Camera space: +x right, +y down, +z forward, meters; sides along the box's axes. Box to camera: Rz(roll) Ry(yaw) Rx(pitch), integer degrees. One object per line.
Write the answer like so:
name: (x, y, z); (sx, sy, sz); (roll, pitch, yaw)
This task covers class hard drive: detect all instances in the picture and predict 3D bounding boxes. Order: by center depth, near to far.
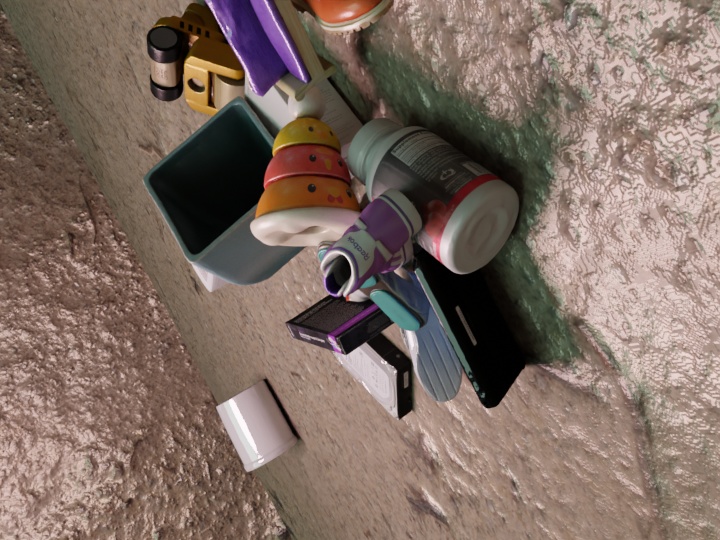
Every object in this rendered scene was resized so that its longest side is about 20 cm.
hard drive: (0.015, 0.159, 1.285); (0.200, 0.037, 0.141); (42, 149, 37)

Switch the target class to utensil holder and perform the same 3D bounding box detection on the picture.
utensil holder: (-0.295, 0.436, 2.023); (0.202, 0.168, 0.170); (62, 155, 3)

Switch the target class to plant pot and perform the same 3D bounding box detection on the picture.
plant pot: (-0.170, -0.094, 1.091); (0.197, 0.196, 0.200); (52, -178, 32)

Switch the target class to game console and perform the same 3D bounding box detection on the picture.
game console: (0.113, 0.062, 0.910); (0.115, 0.175, 0.202); (-25, 95, 37)

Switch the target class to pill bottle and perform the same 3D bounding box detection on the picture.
pill bottle: (0.075, -0.095, 0.815); (0.200, 0.110, 0.112); (42, 150, 35)

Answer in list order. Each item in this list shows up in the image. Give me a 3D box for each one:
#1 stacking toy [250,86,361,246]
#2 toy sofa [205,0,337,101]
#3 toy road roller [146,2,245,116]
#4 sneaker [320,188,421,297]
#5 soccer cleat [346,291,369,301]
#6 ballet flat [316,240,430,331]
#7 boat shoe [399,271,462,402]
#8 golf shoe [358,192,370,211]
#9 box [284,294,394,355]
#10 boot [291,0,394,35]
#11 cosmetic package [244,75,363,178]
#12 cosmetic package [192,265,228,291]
stacking toy: (-0.069, -0.137, 0.885); (0.146, 0.144, 0.204); (156, 111, -65)
toy sofa: (-0.117, -0.296, 0.824); (0.083, 0.097, 0.202); (46, 168, 54)
toy road roller: (-0.259, -0.360, 1.199); (0.197, 0.148, 0.123); (20, 149, -2)
sneaker: (0.000, -0.017, 0.784); (0.073, 0.114, 0.201); (44, 171, 9)
soccer cleat: (0.000, 0.000, 1.027); (0.200, 0.076, 0.071); (57, -159, -74)
ballet flat: (0.021, 0.005, 0.929); (0.067, 0.064, 0.199); (-12, 137, 46)
boat shoe: (0.096, 0.091, 1.038); (0.071, 0.071, 0.203); (-124, 15, -78)
golf shoe: (0.007, -0.067, 0.993); (0.079, 0.097, 0.200); (52, 156, 12)
box: (-0.020, 0.071, 1.134); (0.199, 0.142, 0.037); (8, 126, 60)
boot: (-0.045, -0.337, 0.799); (0.199, 0.075, 0.108); (39, 167, 40)
cosmetic package: (-0.082, -0.222, 1.015); (0.201, 0.080, 0.113); (52, 156, 16)
cosmetic package: (-0.200, -0.051, 1.278); (0.075, 0.198, 0.102); (54, 154, 11)
